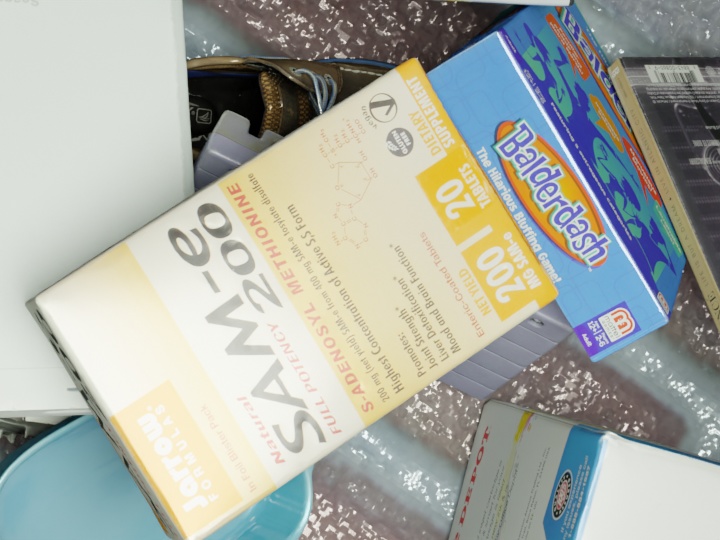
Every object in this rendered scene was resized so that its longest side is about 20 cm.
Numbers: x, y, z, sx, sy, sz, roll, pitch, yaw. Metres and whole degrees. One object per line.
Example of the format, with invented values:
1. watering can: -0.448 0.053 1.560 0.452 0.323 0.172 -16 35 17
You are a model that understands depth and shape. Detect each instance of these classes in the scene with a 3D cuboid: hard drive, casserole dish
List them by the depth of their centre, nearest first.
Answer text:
1. hard drive: -0.140 -0.035 0.853 0.131 0.026 0.202 0 79 -25
2. casserole dish: -0.107 0.113 0.915 0.199 0.039 0.122 -28 112 -33

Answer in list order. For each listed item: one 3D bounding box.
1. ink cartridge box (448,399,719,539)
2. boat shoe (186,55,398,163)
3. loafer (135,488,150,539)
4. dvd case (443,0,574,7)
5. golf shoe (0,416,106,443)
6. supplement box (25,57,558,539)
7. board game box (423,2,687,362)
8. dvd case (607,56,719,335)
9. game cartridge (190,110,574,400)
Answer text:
1. ink cartridge box: 0.133 0.158 0.918 0.143 0.200 0.149 16 88 -11
2. boat shoe: -0.043 -0.074 0.948 0.198 0.072 0.073 -2 91 -9
3. loafer: -0.174 0.167 0.933 0.076 0.068 0.200 43 83 -8
4. dvd case: -0.006 -0.153 0.918 0.198 0.143 0.018 1 106 -9
5. golf shoe: -0.205 0.022 0.922 0.199 0.078 0.095 23 87 -10
6. supplement box: -0.031 0.013 0.816 0.199 0.073 0.127 -34 95 -14
7. board game box: 0.106 -0.058 0.911 0.045 0.200 0.153 -29 97 19
8. dvd case: 0.220 -0.023 0.950 0.148 0.016 0.201 -4 63 -33
9. game cartridge: 0.000 0.000 0.930 0.199 0.130 0.039 26 60 -8
